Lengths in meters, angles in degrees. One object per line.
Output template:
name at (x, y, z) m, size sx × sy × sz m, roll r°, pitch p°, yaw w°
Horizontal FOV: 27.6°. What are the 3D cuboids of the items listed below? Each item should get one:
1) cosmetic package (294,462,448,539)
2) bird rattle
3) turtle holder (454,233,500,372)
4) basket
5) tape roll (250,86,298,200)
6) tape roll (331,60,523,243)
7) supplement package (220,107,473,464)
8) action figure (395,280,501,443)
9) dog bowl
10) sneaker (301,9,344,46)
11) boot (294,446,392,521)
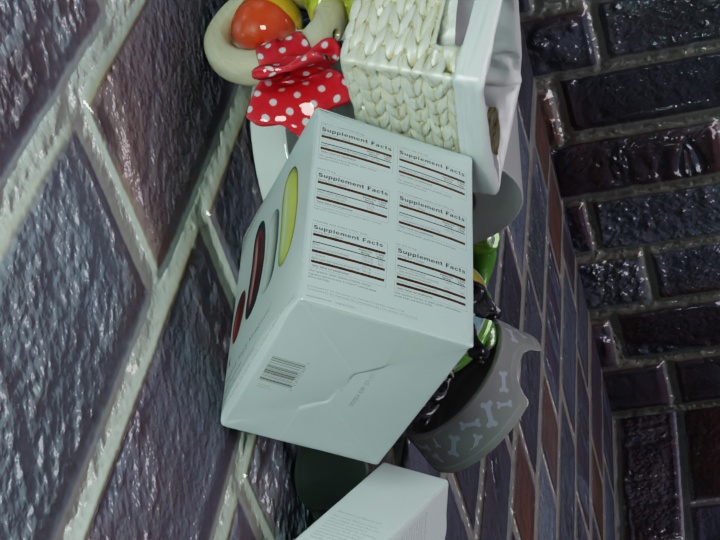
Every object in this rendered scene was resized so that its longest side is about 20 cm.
cosmetic package at (0.002, 0.257, 1.273) m, size 0.200 × 0.071 × 0.102 m, roll -30°, pitch 128°, yaw -57°
bird rattle at (-0.061, -0.200, 1.275) m, size 0.113 × 0.163 × 0.200 m, roll 54°, pitch 52°, yaw -47°
turtle holder at (0.091, 0.036, 1.664) m, size 0.132 × 0.185 × 0.141 m, roll 60°, pitch 9°, yaw -55°
basket at (0.064, -0.170, 1.239) m, size 0.200 × 0.123 × 0.136 m, roll 70°, pitch 31°, yaw -64°
tape roll at (-0.060, -0.112, 1.465) m, size 0.203 × 0.037 × 0.203 m, roll -8°, pitch 90°, yaw -75°
tape roll at (0.058, -0.123, 1.454) m, size 0.203 × 0.202 × 0.140 m, roll 56°, pitch 30°, yaw -59°
supplement package at (-0.011, 0.015, 1.207) m, size 0.191 × 0.147 × 0.200 m, roll 124°, pitch -23°, yaw -46°
action figure at (0.050, 0.089, 1.428) m, size 0.200 × 0.102 × 0.119 m, roll -41°, pitch 153°, yaw -41°
dog bowl at (0.126, 0.141, 1.745) m, size 0.059 × 0.200 × 0.200 m, roll 38°, pitch 33°, yaw -21°
sneaker at (-0.055, -0.281, 1.526) m, size 0.199 × 0.080 × 0.115 m, roll -56°, pitch 132°, yaw -78°
boot at (-0.007, 0.180, 1.431) m, size 0.174 × 0.069 × 0.200 m, roll -71°, pitch 159°, yaw -55°
